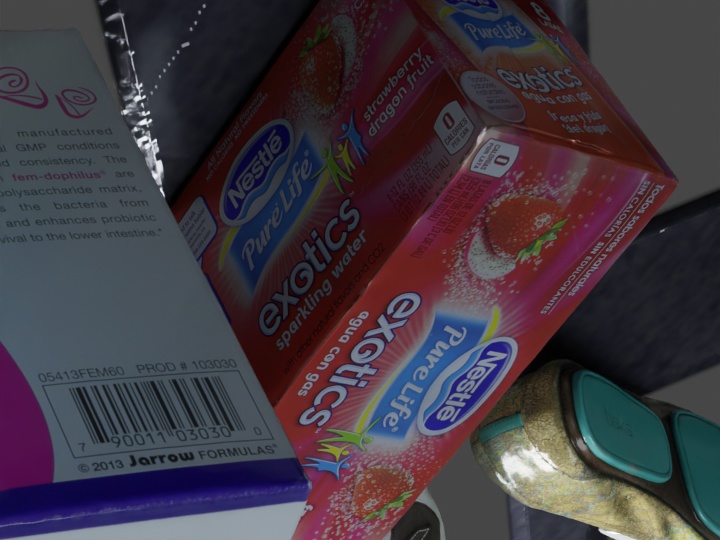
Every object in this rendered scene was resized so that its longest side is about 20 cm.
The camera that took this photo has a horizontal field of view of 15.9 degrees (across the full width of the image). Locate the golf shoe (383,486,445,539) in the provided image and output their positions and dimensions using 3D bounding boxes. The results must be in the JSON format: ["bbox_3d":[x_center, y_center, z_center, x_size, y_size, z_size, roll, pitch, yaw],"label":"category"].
[{"bbox_3d":[-0.059,0.127,1.025,0.200,0.078,0.095,-17,123,-19],"label":"golf shoe"}]

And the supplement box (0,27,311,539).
[{"bbox_3d":[-0.108,0.027,0.763,0.101,0.200,0.103,-4,137,-28],"label":"supplement box"}]

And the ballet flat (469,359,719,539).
[{"bbox_3d":[0.115,0.088,1.097,0.071,0.071,0.200,-43,141,16],"label":"ballet flat"}]

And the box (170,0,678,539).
[{"bbox_3d":[0.000,0.000,0.884,0.095,0.100,0.200,12,126,-41],"label":"box"}]
